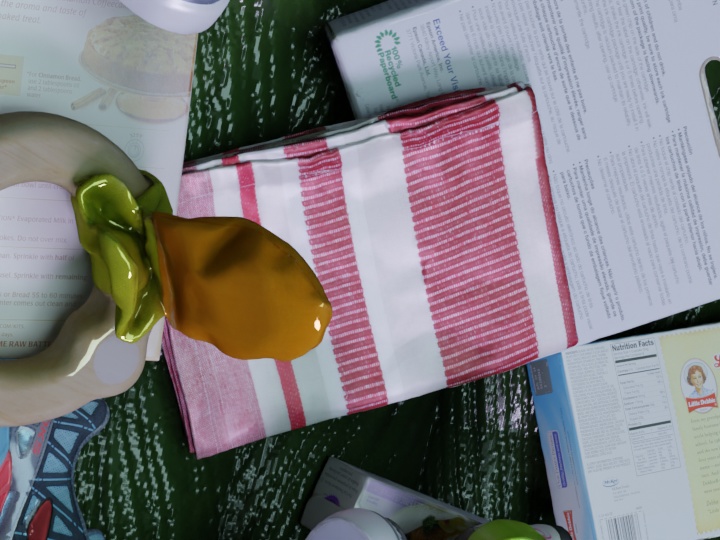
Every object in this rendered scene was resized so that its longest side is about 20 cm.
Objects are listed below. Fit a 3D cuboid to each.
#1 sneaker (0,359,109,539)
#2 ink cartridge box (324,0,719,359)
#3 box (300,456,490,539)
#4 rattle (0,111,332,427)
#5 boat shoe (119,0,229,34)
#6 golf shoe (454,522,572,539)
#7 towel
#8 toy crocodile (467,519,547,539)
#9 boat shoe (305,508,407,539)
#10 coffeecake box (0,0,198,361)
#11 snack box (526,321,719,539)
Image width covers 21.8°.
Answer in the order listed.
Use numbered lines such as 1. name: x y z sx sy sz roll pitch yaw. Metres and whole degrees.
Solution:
1. sneaker: -0.153 0.137 0.826 0.095 0.079 0.201 5 99 -36
2. ink cartridge box: 0.105 -0.061 0.925 0.199 0.043 0.197 -19 113 -1
3. box: 0.058 0.150 0.991 0.200 0.041 0.039 26 88 -36
4. rattle: -0.137 0.012 0.684 0.200 0.143 0.130 10 114 -42
5. boat shoe: -0.077 -0.191 0.744 0.073 0.065 0.201 5 60 -33
6. golf shoe: 0.071 0.214 0.964 0.092 0.073 0.201 -12 129 -15
7. towel: 0.000 0.000 0.888 0.199 0.023 0.145 -15 111 -8
8. toy crocodile: 0.067 0.213 0.883 0.062 0.068 0.201 3 111 -16
9. boat shoe: 0.012 0.194 0.875 0.066 0.070 0.201 -20 118 -39
10. coffeecake box: -0.154 -0.067 0.780 0.153 0.073 0.201 3 100 -34
11. snack box: 0.190 0.089 1.043 0.199 0.037 0.117 -7 83 -32
